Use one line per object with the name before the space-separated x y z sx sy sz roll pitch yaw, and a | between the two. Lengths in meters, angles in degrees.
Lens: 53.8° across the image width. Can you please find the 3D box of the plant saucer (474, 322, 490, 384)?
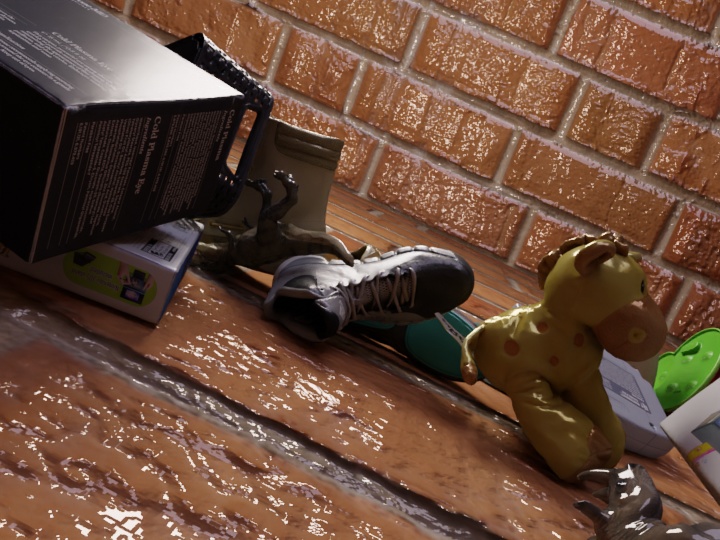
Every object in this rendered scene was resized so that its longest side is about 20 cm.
plant saucer | 0.186 0.110 0.853 0.196 0.037 0.200 24 9 -4

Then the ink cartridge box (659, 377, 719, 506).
ink cartridge box | 0.311 0.171 0.497 0.146 0.087 0.200 53 11 -1

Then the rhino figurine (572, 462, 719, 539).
rhino figurine | 0.188 0.166 0.392 0.200 0.087 0.061 37 -24 58

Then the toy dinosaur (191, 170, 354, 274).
toy dinosaur | -0.083 -0.044 0.666 0.196 0.091 0.047 -3 -1 35

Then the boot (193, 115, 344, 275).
boot | -0.119 -0.086 0.745 0.196 0.159 0.073 14 10 15

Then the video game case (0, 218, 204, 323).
video game case | -0.226 -0.035 0.571 0.178 0.046 0.200 23 9 -11

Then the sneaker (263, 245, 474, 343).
sneaker | 0.005 0.031 0.640 0.195 0.077 0.116 -4 17 10

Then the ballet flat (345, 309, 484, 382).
ballet flat | 0.047 0.052 0.732 0.197 0.069 0.068 26 0 9

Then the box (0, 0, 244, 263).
box | -0.217 -0.117 0.498 0.198 0.106 0.182 33 26 14

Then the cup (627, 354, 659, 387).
cup | 0.377 0.095 1.092 0.197 0.146 0.200 24 8 -4

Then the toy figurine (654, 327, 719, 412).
toy figurine | 0.559 0.209 1.094 0.183 0.151 0.200 37 -16 1

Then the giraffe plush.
giraffe plush | 0.187 0.052 0.609 0.199 0.163 0.173 41 19 -3

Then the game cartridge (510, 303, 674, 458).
game cartridge | 0.253 0.123 0.781 0.197 0.041 0.134 30 23 -15

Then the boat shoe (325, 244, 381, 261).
boat shoe | 0.000 0.000 0.893 0.196 0.068 0.074 21 9 -20

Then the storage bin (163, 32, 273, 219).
storage bin | -0.193 -0.131 0.695 0.197 0.138 0.093 0 -25 44
